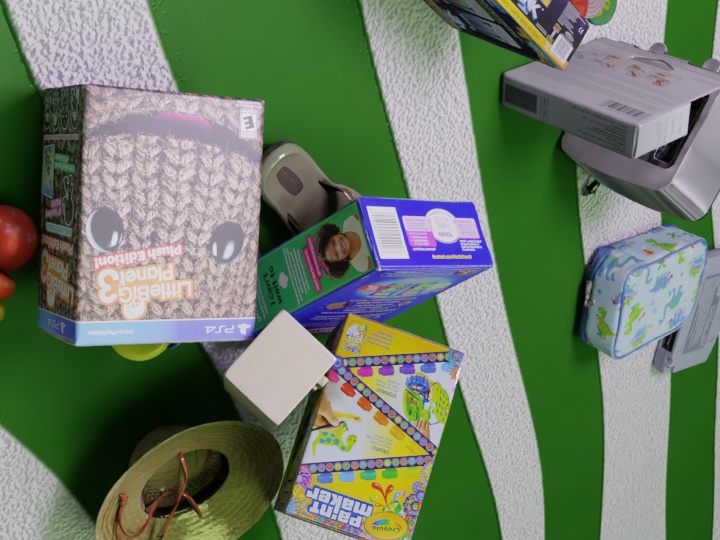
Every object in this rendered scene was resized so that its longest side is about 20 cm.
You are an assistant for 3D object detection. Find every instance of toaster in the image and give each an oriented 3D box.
[{"bbox_3d":[0.362,-0.168,1.431,0.118,0.180,0.201,25,94,-46],"label":"toaster"}]

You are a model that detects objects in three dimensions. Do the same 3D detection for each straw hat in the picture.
[{"bbox_3d":[-0.184,0.201,1.178,0.199,0.085,0.202,-18,131,-22],"label":"straw hat"}]

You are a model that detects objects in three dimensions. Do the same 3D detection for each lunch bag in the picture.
[{"bbox_3d":[0.399,0.031,1.661,0.199,0.082,0.162,-21,126,-35],"label":"lunch bag"}]

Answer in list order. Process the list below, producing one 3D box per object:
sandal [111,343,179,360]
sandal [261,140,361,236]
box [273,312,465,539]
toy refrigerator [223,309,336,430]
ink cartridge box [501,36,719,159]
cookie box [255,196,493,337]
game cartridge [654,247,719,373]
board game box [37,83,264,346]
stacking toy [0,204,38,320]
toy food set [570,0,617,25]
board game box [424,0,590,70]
[{"bbox_3d":[-0.164,-0.001,1.097,0.201,0.079,0.087,-54,171,-12],"label":"sandal"},{"bbox_3d":[-0.039,-0.059,1.183,0.080,0.057,0.201,-56,144,-1],"label":"sandal"},{"bbox_3d":[0.002,0.165,1.164,0.200,0.121,0.194,126,-18,-78],"label":"box"},{"bbox_3d":[-0.074,0.097,1.059,0.076,0.070,0.200,-47,178,-12],"label":"toy refrigerator"},{"bbox_3d":[0.287,-0.199,1.316,0.173,0.199,0.044,-23,127,-33],"label":"ink cartridge box"},{"bbox_3d":[0.000,0.000,1.161,0.170,0.076,0.199,-1,160,-45],"label":"cookie box"},{"bbox_3d":[0.536,0.060,1.853,0.132,0.040,0.202,-8,119,-38],"label":"game cartridge"},{"bbox_3d":[-0.173,-0.046,0.967,0.158,0.097,0.202,-1,96,-33],"label":"board game box"},{"bbox_3d":[-0.326,0.039,0.951,0.085,0.085,0.201,28,87,-49],"label":"stacking toy"},{"bbox_3d":[0.264,-0.368,1.306,0.198,0.049,0.200,-48,139,-12],"label":"toy food set"},{"bbox_3d":[0.103,-0.280,1.109,0.200,0.165,0.057,30,93,-50],"label":"board game box"}]
